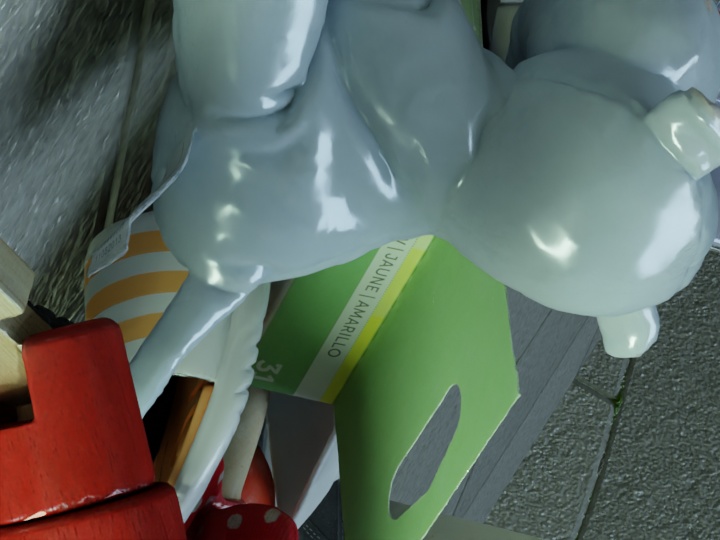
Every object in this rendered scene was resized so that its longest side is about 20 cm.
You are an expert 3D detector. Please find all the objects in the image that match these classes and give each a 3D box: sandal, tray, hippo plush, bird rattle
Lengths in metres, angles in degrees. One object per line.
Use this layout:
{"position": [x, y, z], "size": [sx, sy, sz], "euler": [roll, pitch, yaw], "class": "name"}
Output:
{"position": [-0.063, -0.004, 0.939], "size": [0.079, 0.059, 0.208], "euler": [123, -19, -55], "class": "sandal"}
{"position": [0.006, -0.002, 1.040], "size": [0.108, 0.022, 0.201], "euler": [-101, -152, -47], "class": "tray"}
{"position": [0.028, -0.057, 0.785], "size": [0.160, 0.160, 0.201], "euler": [95, 9, -47], "class": "hippo plush"}
{"position": [-0.074, 0.101, 1.044], "size": [0.200, 0.112, 0.164], "euler": [102, 2, -54], "class": "bird rattle"}

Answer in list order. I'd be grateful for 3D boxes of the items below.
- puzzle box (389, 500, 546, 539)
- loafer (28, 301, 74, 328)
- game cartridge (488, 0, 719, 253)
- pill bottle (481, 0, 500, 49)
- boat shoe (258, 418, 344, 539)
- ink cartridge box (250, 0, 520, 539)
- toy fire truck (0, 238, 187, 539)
{"position": [-0.032, 0.146, 1.167], "size": [0.133, 0.199, 0.025], "euler": [-54, 139, -32], "class": "puzzle box"}
{"position": [-0.121, 0.071, 0.760], "size": [0.071, 0.073, 0.200], "euler": [-65, 170, 23], "class": "loafer"}
{"position": [0.127, -0.073, 0.989], "size": [0.199, 0.038, 0.130], "euler": [13, 91, -41], "class": "game cartridge"}
{"position": [0.063, -0.064, 1.103], "size": [0.115, 0.114, 0.200], "euler": [-56, -169, -27], "class": "pill bottle"}
{"position": [-0.006, 0.045, 1.188], "size": [0.070, 0.066, 0.201], "euler": [116, -12, -51], "class": "boat shoe"}
{"position": [0.000, 0.000, 0.945], "size": [0.146, 0.048, 0.201], "euler": [120, -23, -44], "class": "ink cartridge box"}
{"position": [-0.118, 0.057, 0.597], "size": [0.129, 0.175, 0.201], "euler": [-15, 93, -77], "class": "toy fire truck"}
